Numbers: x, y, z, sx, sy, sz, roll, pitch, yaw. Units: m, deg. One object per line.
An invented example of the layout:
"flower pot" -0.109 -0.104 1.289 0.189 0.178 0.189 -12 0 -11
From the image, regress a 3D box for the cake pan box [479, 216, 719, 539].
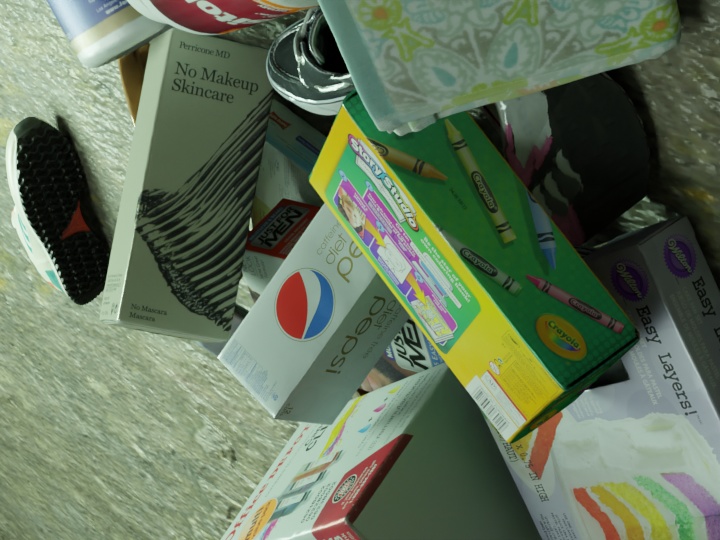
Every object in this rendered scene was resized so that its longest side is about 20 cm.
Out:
"cake pan box" 0.152 0.076 1.219 0.184 0.052 0.200 -18 99 48

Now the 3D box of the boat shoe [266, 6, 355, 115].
"boat shoe" -0.008 -0.136 1.255 0.068 0.072 0.200 20 174 -36

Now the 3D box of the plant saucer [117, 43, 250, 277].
"plant saucer" -0.123 -0.079 1.514 0.200 0.037 0.200 -21 -90 -86

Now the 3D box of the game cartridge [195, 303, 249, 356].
"game cartridge" -0.072 0.060 1.556 0.200 0.042 0.133 32 -176 -39

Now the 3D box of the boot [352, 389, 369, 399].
"boot" 0.051 0.140 1.503 0.200 0.070 0.146 36 148 22

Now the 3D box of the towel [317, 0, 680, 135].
"towel" 0.057 -0.164 1.015 0.048 0.171 0.200 -96 -14 -46

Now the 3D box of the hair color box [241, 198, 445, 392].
"hair color box" 0.020 0.028 1.393 0.200 0.064 0.111 15 137 38

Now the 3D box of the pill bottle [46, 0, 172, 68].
"pill bottle" -0.185 -0.249 1.409 0.200 0.116 0.116 61 155 -6

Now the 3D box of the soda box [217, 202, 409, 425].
"soda box" 0.000 0.000 1.296 0.064 0.200 0.068 45 -163 30

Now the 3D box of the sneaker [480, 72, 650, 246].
"sneaker" 0.095 -0.111 1.150 0.200 0.080 0.086 61 -176 -26

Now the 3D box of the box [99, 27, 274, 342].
"box" -0.114 -0.055 1.385 0.068 0.082 0.200 177 102 -73

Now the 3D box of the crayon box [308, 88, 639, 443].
"crayon box" 0.058 -0.010 1.153 0.200 0.058 0.119 53 160 8

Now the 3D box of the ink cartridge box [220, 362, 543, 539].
"ink cartridge box" 0.024 0.174 1.367 0.145 0.145 0.200 44 147 -12

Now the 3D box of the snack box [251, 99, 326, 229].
"snack box" -0.030 -0.017 1.508 0.116 0.037 0.200 38 150 31

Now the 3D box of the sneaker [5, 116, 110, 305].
"sneaker" -0.297 -0.060 1.894 0.093 0.070 0.200 24 144 39

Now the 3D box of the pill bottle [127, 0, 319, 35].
"pill bottle" -0.078 -0.206 1.275 0.113 0.113 0.200 62 155 -13
